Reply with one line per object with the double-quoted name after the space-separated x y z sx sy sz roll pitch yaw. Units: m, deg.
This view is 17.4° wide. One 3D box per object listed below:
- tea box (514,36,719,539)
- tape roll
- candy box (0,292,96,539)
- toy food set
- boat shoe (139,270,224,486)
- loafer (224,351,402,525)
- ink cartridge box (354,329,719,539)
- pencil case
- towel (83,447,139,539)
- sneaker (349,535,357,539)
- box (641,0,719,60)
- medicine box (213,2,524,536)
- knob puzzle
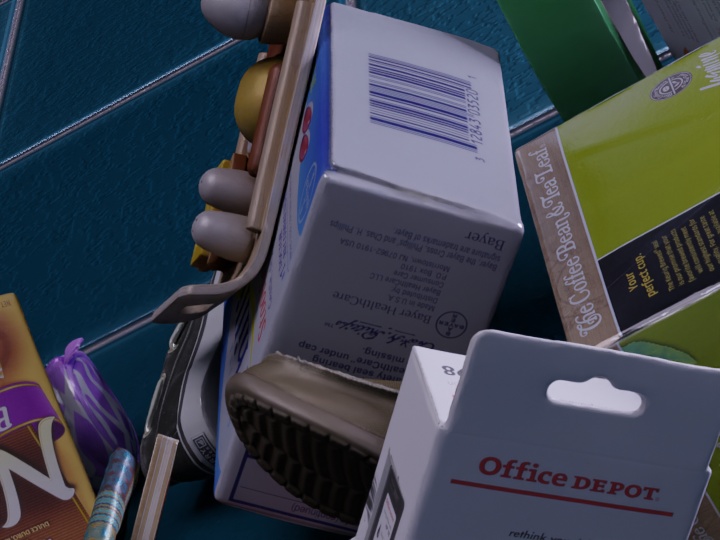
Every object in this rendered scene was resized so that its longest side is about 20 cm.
0.193 -0.008 1.073 0.196 0.134 0.201 -27 29 12 "tea box"
0.115 -0.149 1.299 0.048 0.201 0.201 -26 29 14 "tape roll"
-0.210 0.114 1.253 0.116 0.057 0.201 -13 57 -23 "candy box"
-0.072 -0.074 1.227 0.143 0.060 0.202 147 137 -76 "toy food set"
-0.080 0.045 1.344 0.063 0.071 0.201 -25 25 29 "boat shoe"
0.033 0.084 1.092 0.199 0.076 0.068 23 55 10 "loafer"
0.064 0.105 0.946 0.067 0.115 0.201 -109 32 -62 "ink cartridge box"
-0.224 0.125 1.359 0.199 0.086 0.084 -31 7 2 "pencil case"
-0.127 0.194 0.996 0.022 0.147 0.201 14 41 -2 "towel"
-0.018 0.154 1.044 0.199 0.081 0.086 -34 24 4 "sneaker"
0.239 -0.153 1.256 0.097 0.125 0.200 -39 29 -11 "box"
0.000 0.000 1.193 0.183 0.102 0.201 -92 20 -58 "medicine box"
-0.106 0.190 1.087 0.030 0.221 0.220 13 36 -3 "knob puzzle"
